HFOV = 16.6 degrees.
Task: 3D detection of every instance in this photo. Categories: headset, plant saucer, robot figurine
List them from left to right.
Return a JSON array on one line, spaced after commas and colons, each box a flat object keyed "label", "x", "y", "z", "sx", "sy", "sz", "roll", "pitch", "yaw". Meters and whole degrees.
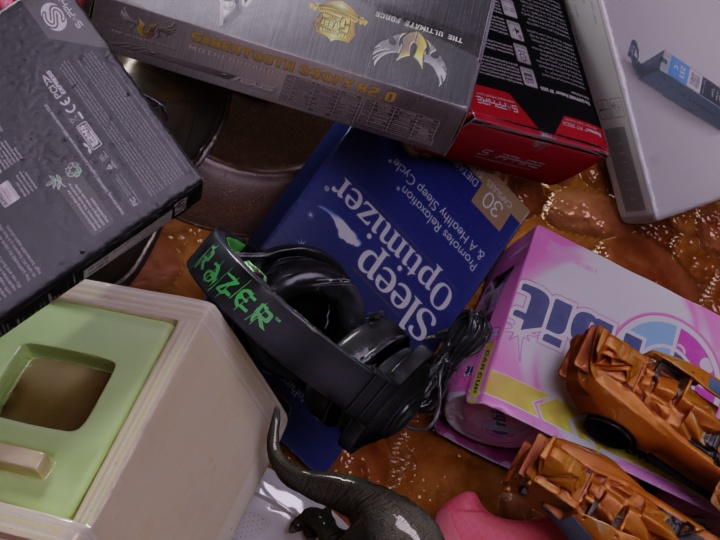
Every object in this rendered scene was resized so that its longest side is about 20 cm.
[{"label": "plant saucer", "x": -0.064, "y": -0.118, "z": 1.378, "sx": 0.200, "sy": 0.034, "sz": 0.201, "roll": 7, "pitch": 70, "yaw": -20}, {"label": "headset", "x": -0.004, "y": 0.029, "z": 1.249, "sx": 0.094, "sy": 0.200, "sz": 0.123, "roll": -49, "pitch": 54, "yaw": 4}, {"label": "robot figurine", "x": 0.180, "y": 0.123, "z": 1.296, "sx": 0.200, "sy": 0.058, "sz": 0.145, "roll": 32, "pitch": 65, "yaw": -9}]

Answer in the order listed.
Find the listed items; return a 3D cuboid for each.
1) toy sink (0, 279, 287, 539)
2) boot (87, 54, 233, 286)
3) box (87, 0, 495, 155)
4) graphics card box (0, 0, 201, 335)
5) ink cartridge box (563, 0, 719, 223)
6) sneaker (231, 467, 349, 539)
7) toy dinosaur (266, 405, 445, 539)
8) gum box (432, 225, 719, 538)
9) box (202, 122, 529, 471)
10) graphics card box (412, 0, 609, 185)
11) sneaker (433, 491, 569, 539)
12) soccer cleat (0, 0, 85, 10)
[{"label": "toy sink", "x": -0.147, "y": 0.112, "z": 1.183, "sx": 0.130, "sy": 0.112, "sz": 0.200, "roll": 10, "pitch": 59, "yaw": 31}, {"label": "boot", "x": -0.110, "y": -0.084, "z": 1.278, "sx": 0.075, "sy": 0.097, "sz": 0.200, "roll": 19, "pitch": 82, "yaw": 1}, {"label": "box", "x": -0.028, "y": -0.162, "z": 1.284, "sx": 0.200, "sy": 0.048, "sz": 0.159, "roll": 17, "pitch": 58, "yaw": -4}, {"label": "graphics card box", "x": -0.190, "y": -0.033, "z": 1.169, "sx": 0.200, "sy": 0.051, "sz": 0.126, "roll": -36, "pitch": 85, "yaw": -9}, {"label": "ink cartridge box", "x": 0.210, "y": -0.147, "z": 1.462, "sx": 0.176, "sy": 0.045, "sz": 0.200, "roll": -19, "pitch": 97, "yaw": -26}, {"label": "sneaker", "x": -0.043, "y": 0.184, "z": 1.253, "sx": 0.200, "sy": 0.074, "sz": 0.116, "roll": 40, "pitch": 58, "yaw": -6}, {"label": "toy dinosaur", "x": 0.020, "y": 0.151, "z": 1.201, "sx": 0.077, "sy": 0.102, "sz": 0.200, "roll": -17, "pitch": 88, "yaw": -34}, {"label": "gum box", "x": 0.146, "y": 0.069, "z": 1.374, "sx": 0.200, "sy": 0.066, "sz": 0.114, "roll": 26, "pitch": 63, "yaw": -12}, {"label": "box", "x": 0.000, "y": 0.000, "z": 1.342, "sx": 0.121, "sy": 0.032, "sz": 0.200, "roll": 46, "pitch": 63, "yaw": -20}, {"label": "graphics card box", "x": 0.062, "y": -0.152, "z": 1.393, "sx": 0.125, "sy": 0.051, "sz": 0.200, "roll": 10, "pitch": 59, "yaw": -47}, {"label": "sneaker", "x": 0.126, "y": 0.169, "z": 1.327, "sx": 0.200, "sy": 0.074, "sz": 0.087, "roll": 15, "pitch": 65, "yaw": -17}, {"label": "soccer cleat", "x": -0.182, "y": -0.108, "z": 1.301, "sx": 0.068, "sy": 0.073, "sz": 0.200, "roll": 14, "pitch": 70, "yaw": -18}]
